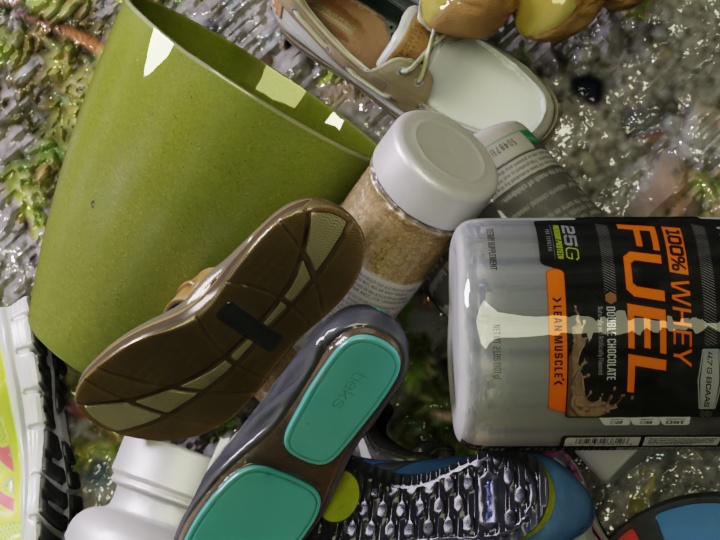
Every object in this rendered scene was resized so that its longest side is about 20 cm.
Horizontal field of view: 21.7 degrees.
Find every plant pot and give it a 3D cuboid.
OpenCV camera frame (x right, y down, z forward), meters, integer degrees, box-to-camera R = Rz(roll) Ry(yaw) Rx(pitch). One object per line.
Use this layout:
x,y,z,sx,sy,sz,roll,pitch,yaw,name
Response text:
-0.111,-0.030,1.133,0.187,0.187,0.201,34,99,13,plant pot

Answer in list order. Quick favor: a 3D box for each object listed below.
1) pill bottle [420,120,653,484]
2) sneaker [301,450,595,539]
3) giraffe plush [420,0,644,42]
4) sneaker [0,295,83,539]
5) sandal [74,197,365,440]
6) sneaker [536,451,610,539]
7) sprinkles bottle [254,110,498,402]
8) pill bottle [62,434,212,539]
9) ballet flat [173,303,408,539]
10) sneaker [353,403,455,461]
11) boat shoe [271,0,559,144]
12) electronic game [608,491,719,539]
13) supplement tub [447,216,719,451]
0.115,0.019,1.112,0.113,0.113,0.200,-40,76,-1,pill bottle
0.036,0.138,1.056,0.199,0.078,0.067,-7,71,31,sneaker
0.097,-0.258,1.123,0.172,0.163,0.201,-23,62,-22,giraffe plush
-0.226,0.120,1.163,0.090,0.078,0.202,-11,66,6,sneaker
-0.076,0.026,1.054,0.080,0.054,0.200,39,111,-25,sandal
0.122,0.186,1.066,0.080,0.086,0.201,-33,32,12,sneaker
0.000,0.000,1.077,0.068,0.068,0.200,47,127,14,sprinkles bottle
-0.129,0.204,1.106,0.119,0.120,0.201,18,82,11,pill bottle
-0.040,0.098,1.043,0.073,0.073,0.201,40,108,13,ballet flat
0.033,0.157,1.117,0.098,0.071,0.201,-37,75,2,sneaker
0.031,-0.133,1.176,0.199,0.068,0.075,26,82,11,boat shoe
0.200,0.226,1.061,0.199,0.041,0.202,-8,77,35,electronic game
0.147,0.033,0.987,0.198,0.123,0.124,-1,79,-1,supplement tub
